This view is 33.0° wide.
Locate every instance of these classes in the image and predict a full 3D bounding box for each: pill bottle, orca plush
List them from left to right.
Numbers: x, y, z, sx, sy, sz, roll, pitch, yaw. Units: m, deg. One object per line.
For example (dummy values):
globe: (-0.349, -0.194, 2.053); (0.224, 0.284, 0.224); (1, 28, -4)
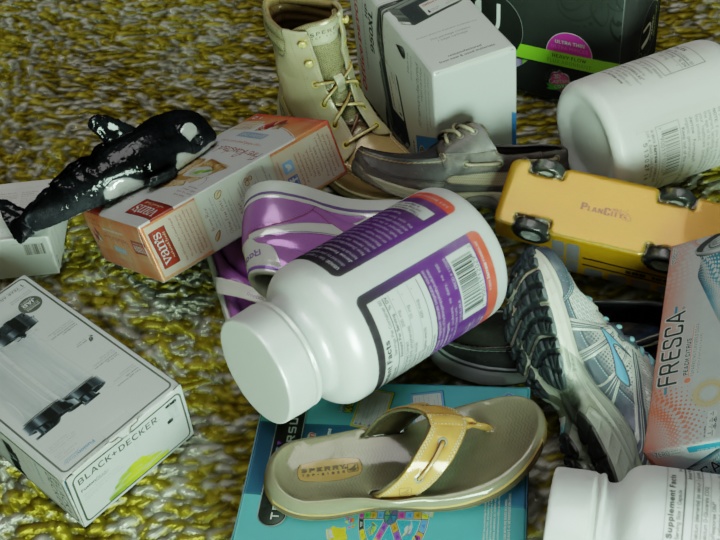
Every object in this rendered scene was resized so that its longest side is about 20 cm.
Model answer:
orca plush: (-0.228, -0.103, 1.065); (0.199, 0.071, 0.105); (-23, 22, -3)
pill bottle: (0.002, 0.027, 0.887); (0.199, 0.112, 0.111); (-29, 48, -29)
pill bottle: (0.288, -0.142, 1.089); (0.199, 0.115, 0.115); (-20, 45, -13)
pill bottle: (0.216, 0.184, 0.759); (0.199, 0.114, 0.114); (6, 45, 14)

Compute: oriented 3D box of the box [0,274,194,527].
box: (-0.240, 0.096, 0.947); (0.199, 0.060, 0.117); (28, 53, 31)

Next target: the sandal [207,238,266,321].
sandal: (-0.085, 0.010, 1.023); (0.082, 0.050, 0.203); (-24, 44, -17)

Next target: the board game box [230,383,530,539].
board game box: (0.020, 0.151, 0.866); (0.198, 0.047, 0.152); (1, 44, 9)

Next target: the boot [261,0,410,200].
boot: (-0.017, -0.159, 1.114); (0.073, 0.156, 0.200); (-30, 48, -23)

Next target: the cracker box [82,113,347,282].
cracker box: (-0.129, -0.070, 1.074); (0.199, 0.058, 0.134); (-33, 25, -25)

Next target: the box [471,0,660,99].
box: (0.186, -0.268, 1.206); (0.199, 0.149, 0.124); (18, 47, 24)

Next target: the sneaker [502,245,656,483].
sneaker: (0.171, 0.073, 0.889); (0.086, 0.078, 0.201); (-14, 73, -23)

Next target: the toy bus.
toy bus: (0.213, -0.031, 0.993); (0.199, 0.078, 0.065); (14, 70, 15)

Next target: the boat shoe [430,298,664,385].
boat shoe: (0.152, 0.048, 0.950); (0.198, 0.057, 0.069); (1, 44, 8)

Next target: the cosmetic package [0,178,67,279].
cosmetic package: (-0.370, -0.030, 1.101); (0.198, 0.051, 0.083); (-6, 46, 1)

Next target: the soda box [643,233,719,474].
soda box: (0.251, 0.063, 0.855); (0.068, 0.064, 0.201); (-17, 37, 34)

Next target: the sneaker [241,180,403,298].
sneaker: (0.000, 0.000, 0.994); (0.199, 0.073, 0.115); (7, 51, -14)

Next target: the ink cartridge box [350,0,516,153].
ink cartridge box: (0.066, -0.187, 1.141); (0.084, 0.145, 0.200); (-19, 44, -12)

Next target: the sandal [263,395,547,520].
sandal: (0.031, 0.120, 0.823); (0.199, 0.054, 0.081); (-8, 43, -2)

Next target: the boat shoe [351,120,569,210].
boat shoe: (0.089, -0.094, 1.051); (0.199, 0.074, 0.074); (6, 13, -18)
